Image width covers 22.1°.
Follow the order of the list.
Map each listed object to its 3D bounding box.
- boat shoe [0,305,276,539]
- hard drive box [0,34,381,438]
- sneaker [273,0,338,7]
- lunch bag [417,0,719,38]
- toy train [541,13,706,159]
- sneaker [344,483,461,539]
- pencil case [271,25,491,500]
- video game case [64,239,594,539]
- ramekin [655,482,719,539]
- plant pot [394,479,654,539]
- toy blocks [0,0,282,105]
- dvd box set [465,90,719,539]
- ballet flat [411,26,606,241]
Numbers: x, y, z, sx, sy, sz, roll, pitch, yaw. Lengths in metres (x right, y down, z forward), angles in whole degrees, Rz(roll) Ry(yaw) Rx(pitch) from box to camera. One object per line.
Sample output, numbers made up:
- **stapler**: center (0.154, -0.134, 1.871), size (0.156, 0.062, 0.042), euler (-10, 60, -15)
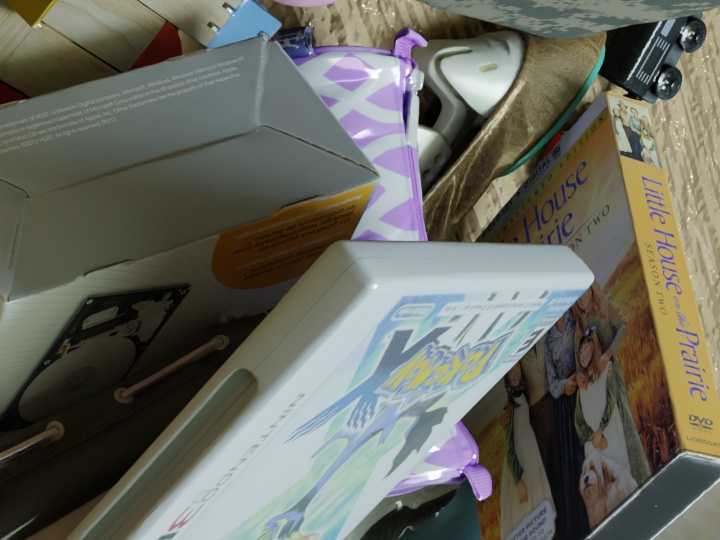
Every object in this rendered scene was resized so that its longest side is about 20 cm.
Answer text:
- **boat shoe**: center (-0.069, 0.049, 0.626), size (0.200, 0.057, 0.067), euler (-32, 161, -27)
- **hard drive box**: center (-0.101, 0.022, 0.684), size (0.156, 0.077, 0.200), euler (-21, 153, -35)
- **sneaker**: center (0.016, -0.181, 0.615), size (0.200, 0.079, 0.095), euler (-56, 167, 4)
- **lunch bag**: center (0.075, -0.198, 0.754), size (0.200, 0.139, 0.168), euler (5, 80, -44)
- **toy train**: center (0.115, -0.052, 0.940), size (0.046, 0.034, 0.200), euler (24, 95, -43)
- **sneaker**: center (-0.052, 0.094, 0.848), size (0.200, 0.083, 0.081), euler (-9, 131, -20)
- **pencil case**: center (0.000, 0.000, 0.775), size (0.084, 0.085, 0.200), euler (-3, 84, -77)
- **video game case**: center (-0.017, 0.060, 0.629), size (0.182, 0.022, 0.200), euler (-47, 162, 18)
- **ramekin**: center (0.217, 0.190, 1.121), size (0.200, 0.098, 0.201), euler (-21, 124, -33)
- **plant pot**: center (0.069, 0.155, 0.922), size (0.200, 0.200, 0.135), euler (8, 82, -44)
- **toy blocks**: center (-0.120, -0.069, 0.687), size (0.200, 0.100, 0.137), euler (-50, 146, 6)
- **dvd box set**: center (0.094, 0.039, 0.818), size (0.029, 0.200, 0.146), euler (17, 136, -24)
- **ballet flat**: center (0.033, -0.059, 0.851), size (0.200, 0.068, 0.072), euler (-49, 122, -4)
